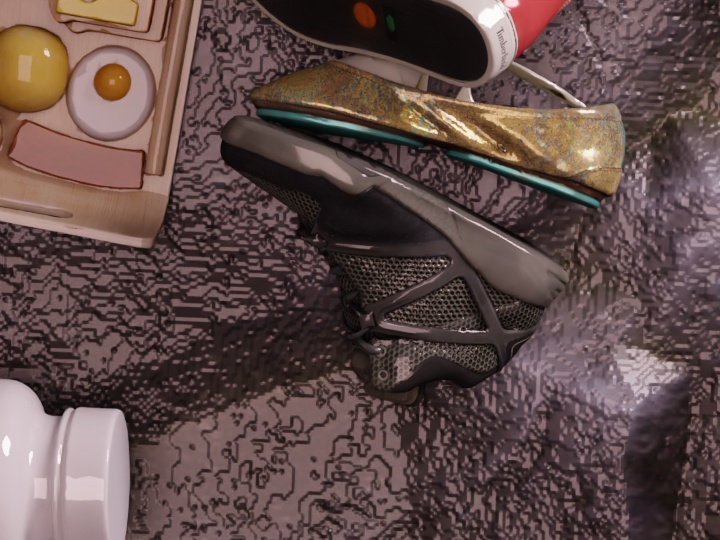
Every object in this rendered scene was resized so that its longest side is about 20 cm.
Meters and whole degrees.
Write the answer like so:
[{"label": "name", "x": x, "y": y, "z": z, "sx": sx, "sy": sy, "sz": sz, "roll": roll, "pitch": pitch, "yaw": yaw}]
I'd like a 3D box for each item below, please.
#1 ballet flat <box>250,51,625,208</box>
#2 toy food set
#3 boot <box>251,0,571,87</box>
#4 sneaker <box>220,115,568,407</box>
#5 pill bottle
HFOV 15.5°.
[{"label": "ballet flat", "x": 0.044, "y": -0.087, "z": 1.394, "sx": 0.200, "sy": 0.071, "sz": 0.071, "roll": 15, "pitch": 92, "yaw": -2}, {"label": "toy food set", "x": -0.163, "y": -0.122, "z": 1.407, "sx": 0.143, "sy": 0.060, "sz": 0.200, "roll": 10, "pitch": 92, "yaw": 3}, {"label": "boot", "x": 0.033, "y": -0.176, "z": 1.397, "sx": 0.200, "sy": 0.072, "sz": 0.144, "roll": 25, "pitch": 48, "yaw": 30}, {"label": "sneaker", "x": 0.000, "y": 0.000, "z": 1.378, "sx": 0.199, "sy": 0.076, "sz": 0.114, "roll": 30, "pitch": 93, "yaw": -19}, {"label": "pill bottle", "x": -0.226, "y": 0.111, "z": 1.392, "sx": 0.200, "sy": 0.111, "sz": 0.111, "roll": 0, "pitch": 91, "yaw": 3}]
